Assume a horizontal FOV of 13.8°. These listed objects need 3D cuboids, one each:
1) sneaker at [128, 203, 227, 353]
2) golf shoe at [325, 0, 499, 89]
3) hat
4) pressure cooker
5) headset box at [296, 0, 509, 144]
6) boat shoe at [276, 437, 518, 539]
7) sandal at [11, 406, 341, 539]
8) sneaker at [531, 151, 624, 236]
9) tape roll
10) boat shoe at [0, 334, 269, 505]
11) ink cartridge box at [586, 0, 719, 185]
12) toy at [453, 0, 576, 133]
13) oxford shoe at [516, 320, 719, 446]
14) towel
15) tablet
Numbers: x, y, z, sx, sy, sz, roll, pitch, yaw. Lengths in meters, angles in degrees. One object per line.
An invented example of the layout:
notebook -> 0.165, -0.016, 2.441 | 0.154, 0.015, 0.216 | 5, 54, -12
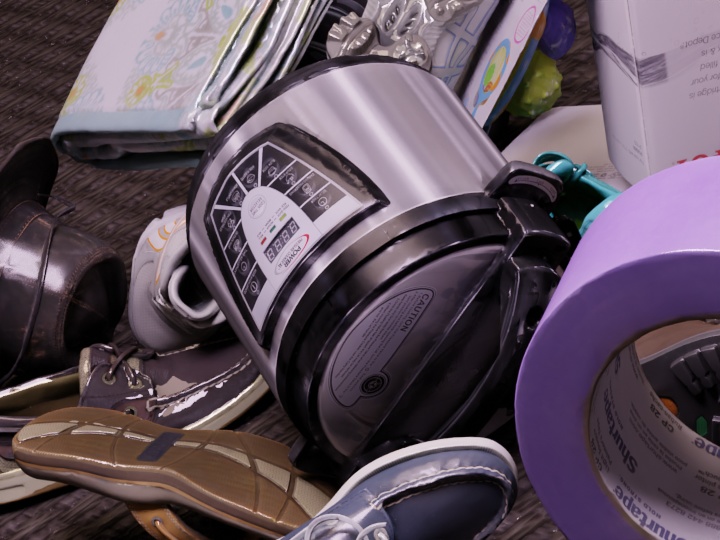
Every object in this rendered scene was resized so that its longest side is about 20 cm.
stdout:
sneaker -> -0.098, 0.004, 1.738 | 0.200, 0.076, 0.092 | -51, 8, 50
golf shoe -> 0.033, -0.135, 1.704 | 0.078, 0.097, 0.200 | 27, 60, 18
hat -> -0.185, 0.016, 1.791 | 0.080, 0.201, 0.201 | 15, 33, 6
pressure cooker -> 0.020, 0.005, 1.549 | 0.178, 0.176, 0.200 | -22, 50, -14
headset box -> 0.017, -0.158, 1.882 | 0.199, 0.149, 0.077 | 16, 35, 14
boat shoe -> -0.011, 0.147, 1.444 | 0.199, 0.075, 0.062 | -24, 23, 3
sandal -> -0.095, 0.120, 1.587 | 0.199, 0.054, 0.080 | 10, 23, 23
sneaker -> 0.117, -0.034, 1.691 | 0.077, 0.080, 0.200 | -32, 25, -16
tape roll -> 0.174, 0.055, 1.315 | 0.199, 0.201, 0.085 | -10, 28, 26
boat shoe -> -0.146, 0.076, 1.718 | 0.199, 0.065, 0.073 | -22, 24, 2
ink cartridge box -> 0.204, -0.154, 1.680 | 0.146, 0.201, 0.083 | -16, 27, -11
toy -> 0.085, -0.104, 1.704 | 0.201, 0.047, 0.115 | -59, 15, 11
oxford shoe -> 0.177, 0.048, 1.482 | 0.199, 0.073, 0.084 | -9, 26, 28
towel -> -0.094, -0.140, 1.767 | 0.200, 0.048, 0.172 | 4, 61, 56
tablet -> 0.164, -0.071, 1.806 | 0.199, 0.014, 0.130 | -1, 32, 40
